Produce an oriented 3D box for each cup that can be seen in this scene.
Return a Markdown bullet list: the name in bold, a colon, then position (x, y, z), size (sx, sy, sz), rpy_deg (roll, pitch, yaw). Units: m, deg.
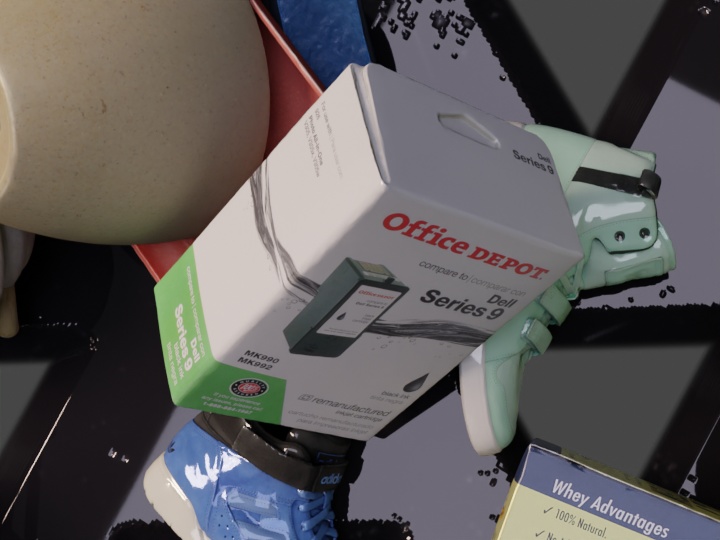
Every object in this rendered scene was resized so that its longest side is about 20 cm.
- **cup**: position (-0.169, -0.099, 0.711), size (0.198, 0.142, 0.204), rpy_deg (15, 114, 35)

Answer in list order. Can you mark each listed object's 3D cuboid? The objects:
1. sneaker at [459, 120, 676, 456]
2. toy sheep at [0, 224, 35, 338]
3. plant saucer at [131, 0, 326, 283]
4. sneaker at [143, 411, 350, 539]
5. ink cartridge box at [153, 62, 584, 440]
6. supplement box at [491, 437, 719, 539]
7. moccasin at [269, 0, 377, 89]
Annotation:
- **sneaker**: position (0.125, 0.015, 0.744), size (0.116, 0.074, 0.204), rpy_deg (8, 84, 14)
- **toy sheep**: position (-0.271, -0.016, 0.779), size (0.136, 0.199, 0.140), rpy_deg (17, 116, 37)
- **plant saucer**: position (-0.095, -0.088, 0.771), size (0.201, 0.036, 0.200), rpy_deg (53, 131, 13)
- **sneaker**: position (-0.032, 0.154, 0.755), size (0.200, 0.077, 0.112), rpy_deg (45, 102, 18)
- **ink cartridge box**: position (0.000, 0.000, 0.685), size (0.200, 0.144, 0.085), rpy_deg (-44, 45, 36)
- **supplement box**: position (0.151, 0.223, 0.686), size (0.197, 0.134, 0.203), rpy_deg (20, 88, 11)
- **moccasin**: position (-0.014, -0.112, 0.783), size (0.079, 0.068, 0.204), rpy_deg (-3, 105, -4)
